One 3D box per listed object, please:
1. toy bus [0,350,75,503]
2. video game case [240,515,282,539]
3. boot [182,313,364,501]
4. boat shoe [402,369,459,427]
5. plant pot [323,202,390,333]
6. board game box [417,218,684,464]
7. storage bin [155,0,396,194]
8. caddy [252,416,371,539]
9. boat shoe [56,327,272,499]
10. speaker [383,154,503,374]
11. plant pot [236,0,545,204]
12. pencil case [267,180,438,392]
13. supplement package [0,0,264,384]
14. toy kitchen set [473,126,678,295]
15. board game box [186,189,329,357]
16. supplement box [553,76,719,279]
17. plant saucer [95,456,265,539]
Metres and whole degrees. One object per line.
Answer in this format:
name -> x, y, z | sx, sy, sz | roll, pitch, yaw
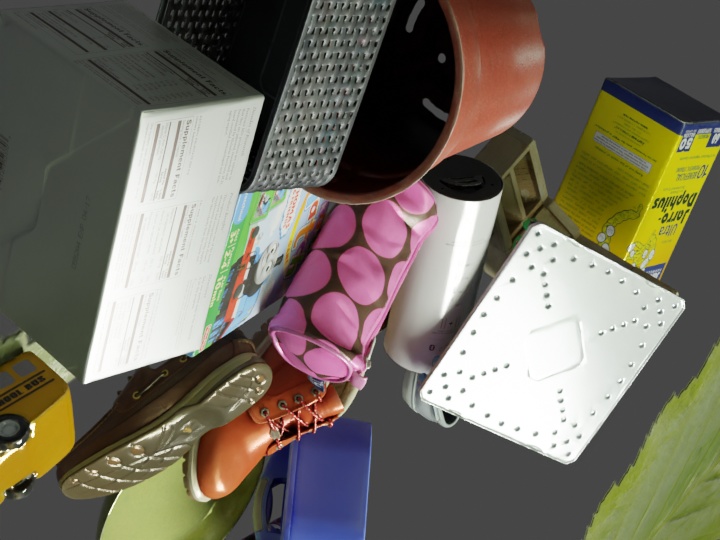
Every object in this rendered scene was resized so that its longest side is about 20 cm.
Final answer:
toy bus -> -0.300, 0.142, 1.218 | 0.199, 0.078, 0.066 | -32, 143, -33
video game case -> -0.115, 0.330, 1.669 | 0.199, 0.036, 0.183 | -25, 144, -46
boot -> -0.073, 0.123, 1.443 | 0.201, 0.106, 0.075 | -55, 140, -30
boat shoe -> 0.094, 0.075, 1.708 | 0.070, 0.071, 0.203 | -27, 139, -38
plant pot -> 0.015, -0.008, 1.564 | 0.199, 0.027, 0.202 | -34, 143, -31
board game box -> 0.178, 0.068, 1.570 | 0.199, 0.026, 0.201 | 25, 107, -29
storage bin -> -0.066, -0.169, 1.190 | 0.093, 0.135, 0.202 | -10, 127, -49
caddy -> -0.049, 0.226, 1.560 | 0.142, 0.104, 0.202 | 102, -6, -58
boat shoe -> -0.170, 0.117, 1.390 | 0.199, 0.068, 0.072 | -34, 150, -2
speaker -> 0.076, -0.005, 1.547 | 0.081, 0.081, 0.202 | -25, 138, -40
plant pot -> 0.039, -0.165, 1.306 | 0.195, 0.200, 0.203 | -17, 133, -56
pencil case -> 0.000, 0.000, 1.424 | 0.091, 0.093, 0.201 | 98, 17, -64
supplement package -> -0.174, -0.058, 1.128 | 0.110, 0.155, 0.202 | -14, 130, -46
toy kitchen set -> 0.181, 0.008, 1.635 | 0.163, 0.199, 0.181 | -47, 149, -16
board game box -> -0.081, -0.032, 1.347 | 0.200, 0.036, 0.153 | -37, 149, -60
supplement box -> 0.292, -0.094, 1.786 | 0.108, 0.109, 0.202 | -9, 127, -50
plant saucer -> -0.167, 0.202, 1.506 | 0.199, 0.031, 0.201 | -36, 145, -31
